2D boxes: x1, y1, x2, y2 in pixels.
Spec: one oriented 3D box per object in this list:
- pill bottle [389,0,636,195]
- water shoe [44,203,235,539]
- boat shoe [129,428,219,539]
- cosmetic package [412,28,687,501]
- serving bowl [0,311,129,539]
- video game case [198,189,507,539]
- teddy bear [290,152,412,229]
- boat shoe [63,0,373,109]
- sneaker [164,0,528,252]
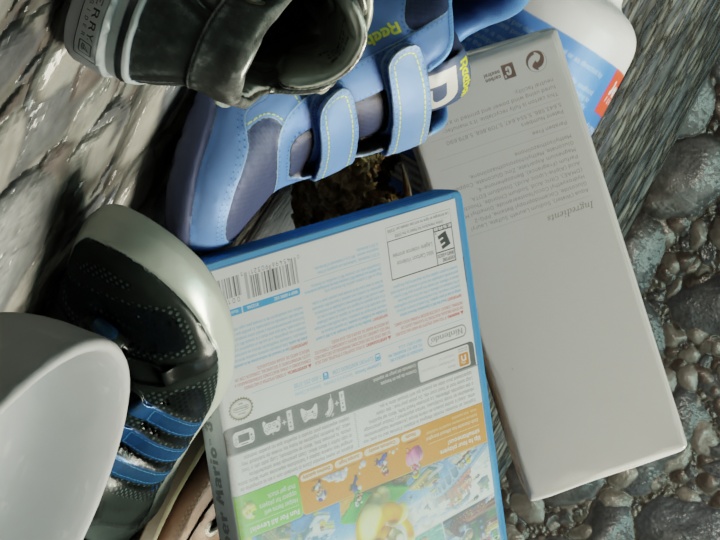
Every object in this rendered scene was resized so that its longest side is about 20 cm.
[{"bbox_3d":[0.073,-0.100,1.097,0.201,0.112,0.112,-61,170,5],"label":"pill bottle"},{"bbox_3d":[-0.099,0.060,0.804,0.079,0.071,0.201,-50,165,-37],"label":"water shoe"},{"bbox_3d":[-0.078,0.106,0.968,0.201,0.068,0.072,-60,-148,1],"label":"boat shoe"},{"bbox_3d":[0.081,-0.006,0.995,0.081,0.202,0.113,-17,-177,2],"label":"cosmetic package"},{"bbox_3d":[-0.151,0.094,0.655,0.201,0.066,0.200,-58,170,-16],"label":"serving bowl"},{"bbox_3d":[-0.001,0.079,0.883,0.142,0.018,0.202,-17,104,-39],"label":"video game case"},{"bbox_3d":[0.000,0.000,0.954,0.145,0.066,0.201,-81,155,-62],"label":"teddy bear"},{"bbox_3d":[-0.032,-0.086,0.732,0.072,0.071,0.200,-65,170,23],"label":"boat shoe"},{"bbox_3d":[-0.005,-0.079,0.857,0.200,0.082,0.074,-53,169,-25],"label":"sneaker"}]
